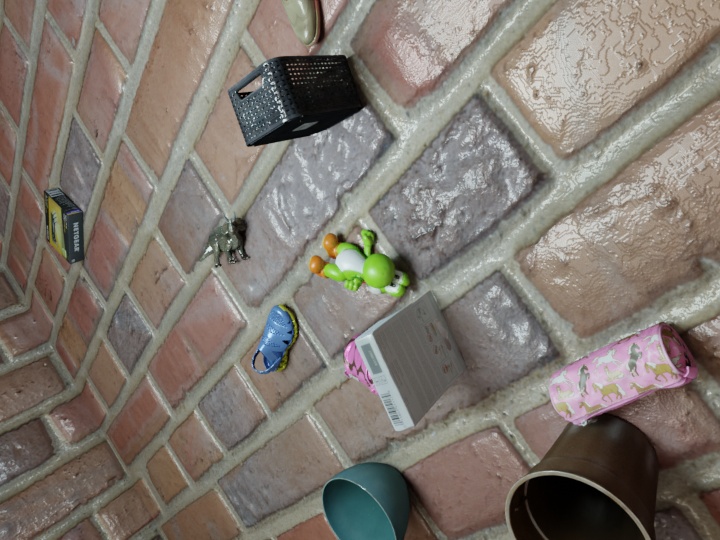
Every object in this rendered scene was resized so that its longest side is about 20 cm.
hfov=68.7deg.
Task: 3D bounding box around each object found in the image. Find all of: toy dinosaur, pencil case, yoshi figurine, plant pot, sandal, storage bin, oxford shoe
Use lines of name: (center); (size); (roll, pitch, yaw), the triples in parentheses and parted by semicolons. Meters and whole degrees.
toy dinosaur: (-0.323, -0.067, 1.257); (0.198, 0.076, 0.105); (-17, 85, 47)
pencil case: (0.023, 0.178, 0.992); (0.091, 0.094, 0.200); (48, 168, -7)
yoshi figurine: (-0.002, -0.012, 0.982); (0.196, 0.111, 0.116); (19, 113, 29)
pencil case: (0.370, 0.152, 0.756); (0.087, 0.082, 0.200); (54, 131, 8)
plant pot: (0.031, 0.500, 1.141); (0.196, 0.134, 0.206); (17, 118, 33)
sandal: (-0.206, 0.172, 1.237); (0.079, 0.086, 0.204); (31, 123, 27)
storage bin: (-0.105, -0.286, 0.887); (0.133, 0.199, 0.096); (-14, 100, 41)
plant pot: (0.341, 0.326, 0.773); (0.197, 0.197, 0.206); (16, 119, 33)
oxford shoe: (-0.129, -0.489, 0.908); (0.069, 0.074, 0.205); (-14, 99, 40)

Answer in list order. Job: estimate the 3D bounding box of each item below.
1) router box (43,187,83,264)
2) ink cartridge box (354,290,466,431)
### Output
router box: (-1.006, -0.150, 1.786); (0.156, 0.052, 0.204); (36, 127, 23)
ink cartridge box: (0.091, 0.147, 0.901); (0.056, 0.199, 0.166); (-24, 93, 37)
